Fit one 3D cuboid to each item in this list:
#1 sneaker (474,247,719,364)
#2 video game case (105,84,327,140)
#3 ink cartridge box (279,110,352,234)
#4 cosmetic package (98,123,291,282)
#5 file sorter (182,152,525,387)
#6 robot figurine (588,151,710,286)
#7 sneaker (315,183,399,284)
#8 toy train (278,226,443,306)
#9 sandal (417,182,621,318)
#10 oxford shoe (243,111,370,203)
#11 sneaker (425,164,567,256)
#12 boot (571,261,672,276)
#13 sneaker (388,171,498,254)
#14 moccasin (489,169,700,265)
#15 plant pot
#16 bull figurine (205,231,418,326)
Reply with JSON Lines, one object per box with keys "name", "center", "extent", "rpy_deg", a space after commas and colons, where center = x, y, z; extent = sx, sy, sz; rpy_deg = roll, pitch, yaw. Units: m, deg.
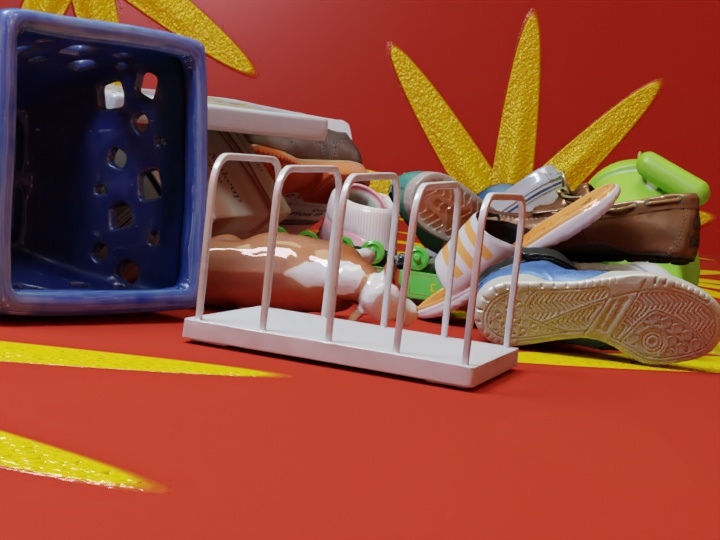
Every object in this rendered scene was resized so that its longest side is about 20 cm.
{"name": "sneaker", "center": [0.188, 0.025, 1.235], "extent": [0.198, 0.077, 0.111], "rpy_deg": [1, 14, 1]}
{"name": "video game case", "center": [-0.156, -0.140, 1.311], "extent": [0.199, 0.023, 0.182], "rpy_deg": [3, 9, -32]}
{"name": "ink cartridge box", "center": [-0.116, -0.086, 1.587], "extent": [0.145, 0.085, 0.200], "rpy_deg": [4, -23, -35]}
{"name": "cosmetic package", "center": [-0.153, -0.060, 1.283], "extent": [0.087, 0.104, 0.200], "rpy_deg": [-38, -9, 20]}
{"name": "file sorter", "center": [0.004, -0.004, 1.030], "extent": [0.198, 0.126, 0.139], "rpy_deg": [9, 6, 17]}
{"name": "robot figurine", "center": [0.268, -0.029, 1.485], "extent": [0.115, 0.176, 0.201], "rpy_deg": [11, 38, -2]}
{"name": "sneaker", "center": [-0.010, -0.035, 1.508], "extent": [0.075, 0.106, 0.200], "rpy_deg": [3, 5, -18]}
{"name": "toy train", "center": [0.000, 0.000, 1.390], "extent": [0.198, 0.057, 0.042], "rpy_deg": [8, -6, 5]}
{"name": "sandal", "center": [0.125, -0.032, 1.311], "extent": [0.206, 0.059, 0.079], "rpy_deg": [-34, 4, 15]}
{"name": "oxford shoe", "center": [-0.082, -0.114, 1.459], "extent": [0.199, 0.073, 0.071], "rpy_deg": [9, -34, -43]}
{"name": "sneaker", "center": [0.131, -0.023, 1.516], "extent": [0.200, 0.071, 0.073], "rpy_deg": [-37, -14, 33]}
{"name": "boot", "center": [0.184, 0.028, 1.329], "extent": [0.095, 0.074, 0.200], "rpy_deg": [-2, 0, -27]}
{"name": "sneaker", "center": [0.108, -0.032, 1.453], "extent": [0.200, 0.072, 0.080], "rpy_deg": [40, -5, -25]}
{"name": "moccasin", "center": [0.201, -0.047, 1.354], "extent": [0.200, 0.079, 0.073], "rpy_deg": [1, -5, 31]}
{"name": "plant pot", "center": [-0.238, -0.072, 1.089], "extent": [0.179, 0.202, 0.199], "rpy_deg": [2, 0, 37]}
{"name": "bull figurine", "center": [-0.047, 0.005, 1.210], "extent": [0.198, 0.066, 0.121], "rpy_deg": [9, 1, 9]}
